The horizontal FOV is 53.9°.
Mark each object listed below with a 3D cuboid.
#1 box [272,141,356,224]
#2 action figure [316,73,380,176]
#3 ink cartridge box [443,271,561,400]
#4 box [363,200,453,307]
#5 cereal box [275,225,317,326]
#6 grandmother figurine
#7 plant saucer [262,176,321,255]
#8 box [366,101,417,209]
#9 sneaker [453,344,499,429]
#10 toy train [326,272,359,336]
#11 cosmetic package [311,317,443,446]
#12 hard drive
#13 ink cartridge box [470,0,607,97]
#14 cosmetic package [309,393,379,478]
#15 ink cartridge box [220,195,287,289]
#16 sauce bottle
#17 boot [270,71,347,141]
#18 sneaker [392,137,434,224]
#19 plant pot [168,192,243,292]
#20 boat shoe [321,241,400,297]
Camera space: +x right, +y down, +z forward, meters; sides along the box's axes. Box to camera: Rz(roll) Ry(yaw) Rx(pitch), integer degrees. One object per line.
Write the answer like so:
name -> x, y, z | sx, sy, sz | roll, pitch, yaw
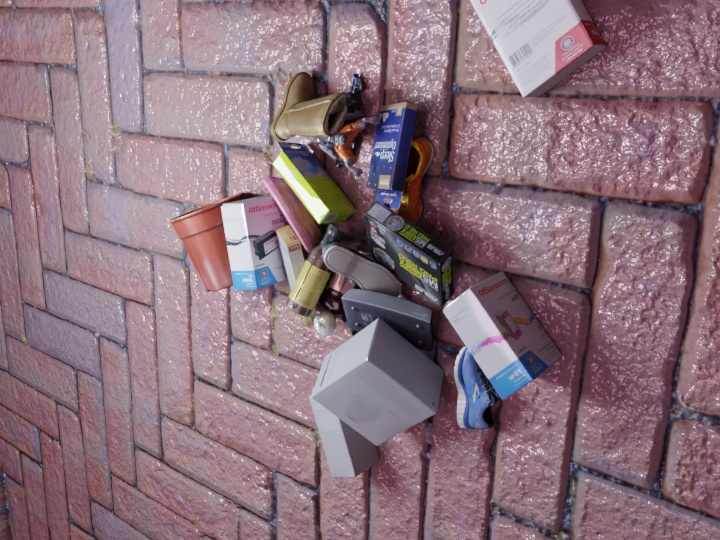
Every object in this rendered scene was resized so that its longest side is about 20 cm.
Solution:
box -> -0.107, -0.193, 1.558 | 0.048, 0.121, 0.201 | -45, 74, 25
action figure -> -0.039, -0.308, 1.478 | 0.192, 0.103, 0.205 | 31, 117, 51
ink cartridge box -> 0.266, 0.117, 1.330 | 0.085, 0.143, 0.202 | -44, 75, 37
box -> 0.099, -0.033, 1.435 | 0.198, 0.044, 0.162 | 36, 157, 26
cereal box -> -0.146, 0.010, 1.632 | 0.144, 0.039, 0.205 | -132, 29, -66
grandmother figurine -> -0.052, 0.047, 1.566 | 0.119, 0.060, 0.204 | 21, 88, 22
plant saucer -> -0.148, -0.130, 1.596 | 0.050, 0.201, 0.203 | -32, 78, -3
box -> 0.059, -0.228, 1.412 | 0.121, 0.032, 0.206 | -162, 80, -65
sneaker -> 0.242, 0.230, 1.436 | 0.087, 0.078, 0.205 | 4, 113, 30
toy train -> -0.027, 0.086, 1.615 | 0.042, 0.056, 0.203 | -37, 79, 38
cosmetic package -> 0.038, 0.241, 1.511 | 0.198, 0.124, 0.199 | 39, 131, -17
hard drive -> 0.062, 0.102, 1.498 | 0.195, 0.043, 0.136 | 14, 148, 18
ink cartridge box -> 0.299, -0.421, 1.198 | 0.146, 0.082, 0.203 | -32, 82, 39
cosmetic package -> -0.036, 0.373, 1.670 | 0.089, 0.106, 0.205 | -10, 94, 39
ink cartridge box -> -0.242, -0.069, 1.688 | 0.083, 0.143, 0.205 | -1, 102, 36
sauce bottle -> -0.093, -0.001, 1.535 | 0.064, 0.064, 0.203 | 30, 95, 28
boot -> -0.092, -0.347, 1.481 | 0.198, 0.066, 0.179 | 4, 70, 51
sneaker -> 0.092, -0.170, 1.438 | 0.072, 0.077, 0.205 | 22, 117, 30
plant pot -> -0.348, -0.066, 1.757 | 0.198, 0.200, 0.200 | -11, 104, 39
boat shoe -> 0.000, 0.000, 1.502 | 0.076, 0.197, 0.062 | -58, 25, 15
